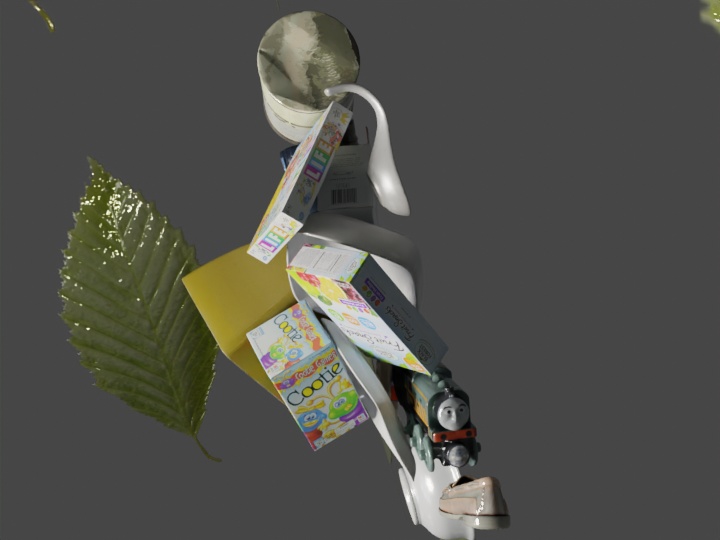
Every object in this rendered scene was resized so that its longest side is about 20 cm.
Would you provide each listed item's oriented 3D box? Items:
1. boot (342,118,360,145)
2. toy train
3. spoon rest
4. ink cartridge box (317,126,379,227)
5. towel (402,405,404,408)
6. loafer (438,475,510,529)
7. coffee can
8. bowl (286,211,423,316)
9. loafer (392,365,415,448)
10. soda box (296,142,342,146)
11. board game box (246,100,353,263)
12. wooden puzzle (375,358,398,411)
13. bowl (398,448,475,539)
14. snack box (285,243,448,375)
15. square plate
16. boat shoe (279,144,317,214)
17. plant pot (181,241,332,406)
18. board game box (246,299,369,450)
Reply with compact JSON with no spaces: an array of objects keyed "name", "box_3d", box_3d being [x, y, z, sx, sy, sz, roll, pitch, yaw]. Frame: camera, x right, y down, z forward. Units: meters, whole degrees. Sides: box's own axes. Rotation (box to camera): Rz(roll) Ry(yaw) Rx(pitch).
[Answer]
[{"name":"boot","box_3d":[-0.027,-0.200,1.568,0.200,0.067,0.132,178,79,-77]},{"name":"toy train","box_3d":[0.105,0.194,1.200,0.200,0.085,0.115,-134,38,-79]},{"name":"spoon rest","box_3d":[0.023,-0.163,1.184,0.201,0.060,0.099,62,179,-12]},{"name":"ink cartridge box","box_3d":[-0.015,-0.093,1.385,0.201,0.083,0.176,82,-175,-50]},{"name":"towel","box_3d":[0.081,0.162,1.678,0.193,0.034,0.201,116,140,-78]},{"name":"loafer","box_3d":[0.148,0.293,1.150,0.200,0.071,0.063,135,136,-77]},{"name":"coffee can","box_3d":[-0.078,-0.281,1.335,0.200,0.145,0.147,122,132,-84]},{"name":"bowl","box_3d":[0.000,0.000,1.264,0.201,0.198,0.075,91,-158,-54]},{"name":"loafer","box_3d":[0.098,0.191,1.350,0.071,0.063,0.201,9,124,34]},{"name":"soda box","box_3d":[-0.060,-0.129,1.502,0.071,0.063,0.201,-137,39,-62]},{"name":"board game box","box_3d":[-0.083,-0.120,1.218,0.134,0.034,0.201,-40,24,55]},{"name":"wooden puzzle","box_3d":[0.060,0.127,1.442,0.200,0.046,0.187,74,-161,-67]},{"name":"bowl","box_3d":[0.120,0.370,1.506,0.201,0.090,0.203,165,90,-86]},{"name":"snack box","box_3d":[0.010,0.052,1.186,0.142,0.053,0.200,12,150,51]},{"name":"square plate","box_3d":[0.018,0.185,1.305,0.198,0.028,0.201,52,170,46]},{"name":"boat shoe","box_3d":[-0.089,-0.103,1.426,0.084,0.068,0.202,-70,-26,-78]},{"name":"plant pot","box_3d":[-0.137,0.062,1.443,0.200,0.176,0.200,51,-179,43]},{"name":"board game box","box_3d":[-0.077,0.161,1.344,0.105,0.103,0.201,53,170,44]}]
